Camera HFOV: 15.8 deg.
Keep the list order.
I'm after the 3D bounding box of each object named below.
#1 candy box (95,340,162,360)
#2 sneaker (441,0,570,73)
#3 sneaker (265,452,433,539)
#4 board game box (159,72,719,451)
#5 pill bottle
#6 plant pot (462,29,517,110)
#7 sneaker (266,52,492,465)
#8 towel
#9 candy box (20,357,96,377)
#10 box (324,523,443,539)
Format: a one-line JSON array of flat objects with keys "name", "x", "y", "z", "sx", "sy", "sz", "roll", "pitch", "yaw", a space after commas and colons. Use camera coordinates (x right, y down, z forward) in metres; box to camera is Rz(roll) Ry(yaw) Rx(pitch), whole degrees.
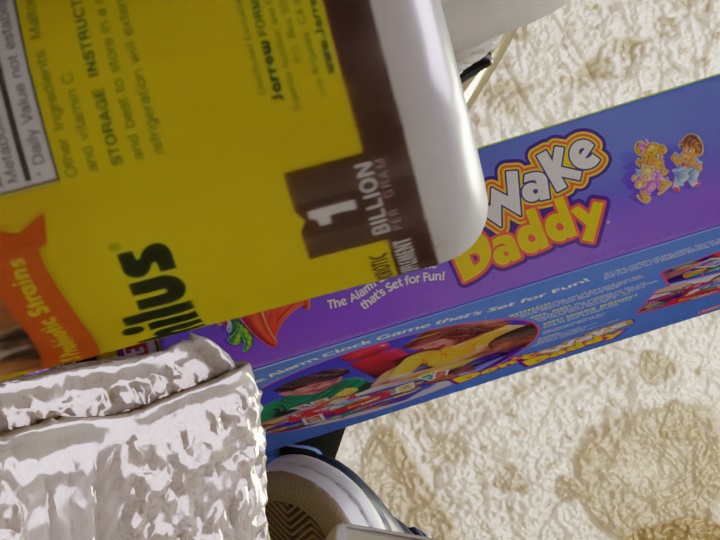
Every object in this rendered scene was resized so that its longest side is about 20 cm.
[{"name": "candy box", "x": -0.065, "y": 0.044, "z": 0.847, "sx": 0.200, "sy": 0.026, "sz": 0.103, "roll": -106, "pitch": -177, "yaw": -59}, {"name": "sneaker", "x": 0.012, "y": -0.086, "z": 0.761, "sx": 0.080, "sy": 0.077, "sz": 0.200, "roll": 42, "pitch": -22, "yaw": -29}, {"name": "sneaker", "x": 0.026, "y": 0.115, "z": 0.922, "sx": 0.109, "sy": 0.070, "sz": 0.201, "roll": -50, "pitch": 133, "yaw": -33}, {"name": "board game box", "x": 0.040, "y": 0.001, "z": 0.819, "sx": 0.135, "sy": 0.199, "sz": 0.045, "roll": 73, "pitch": 0, "yaw": -77}, {"name": "pill bottle", "x": -0.077, "y": -0.032, "z": 0.598, "sx": 0.109, "sy": 0.199, "sz": 0.110, "roll": -14, "pitch": 90, "yaw": -88}, {"name": "plant pot", "x": -0.048, "y": -0.081, "z": 1.021, "sx": 0.200, "sy": 0.199, "sz": 0.177, "roll": -58, "pitch": -167, "yaw": 28}, {"name": "sneaker", "x": 0.000, "y": 0.000, "z": 0.921, "sx": 0.070, "sy": 0.077, "sz": 0.201, "roll": -101, "pitch": -165, "yaw": -57}, {"name": "towel", "x": -0.070, "y": 0.123, "z": 0.672, "sx": 0.132, "sy": 0.034, "sz": 0.201, "roll": -12, "pitch": 99, "yaw": -46}, {"name": "candy box", "x": -0.112, "y": 0.062, "z": 0.770, "sx": 0.168, "sy": 0.071, "sz": 0.201, "roll": -99, "pitch": 175, "yaw": -74}, {"name": "box", "x": -0.004, "y": 0.167, "z": 0.813, "sx": 0.200, "sy": 0.077, "sz": 0.095, "roll": 121, "pitch": -23, "yaw": -53}]
